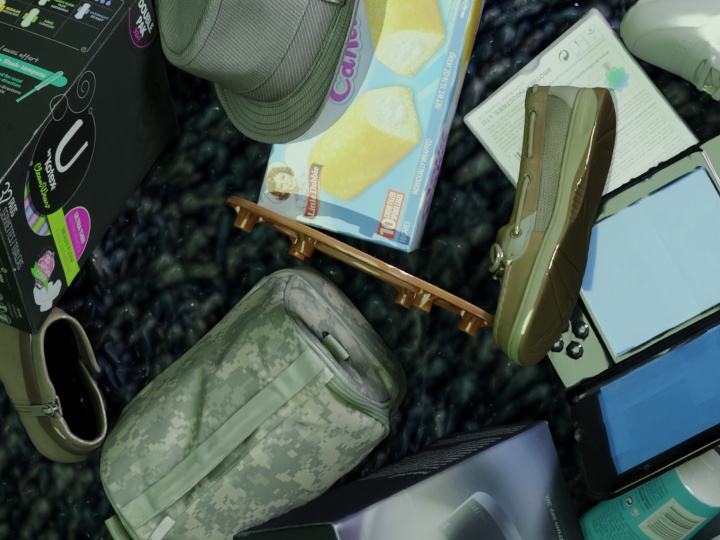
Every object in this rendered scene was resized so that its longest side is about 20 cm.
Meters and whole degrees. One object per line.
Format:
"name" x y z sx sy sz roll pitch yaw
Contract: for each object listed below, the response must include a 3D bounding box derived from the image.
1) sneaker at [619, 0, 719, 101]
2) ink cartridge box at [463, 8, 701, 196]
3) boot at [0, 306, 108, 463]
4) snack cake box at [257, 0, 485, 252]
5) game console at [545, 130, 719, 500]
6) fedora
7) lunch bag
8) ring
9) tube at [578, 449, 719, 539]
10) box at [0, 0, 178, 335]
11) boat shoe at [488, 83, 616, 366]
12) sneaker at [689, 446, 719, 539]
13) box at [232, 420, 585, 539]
"sneaker" 0.267 -0.132 1.287 0.198 0.077 0.081 12 68 4
"ink cartridge box" 0.177 -0.064 1.343 0.119 0.042 0.200 -38 84 11
"boot" -0.232 0.039 1.360 0.070 0.146 0.201 -29 101 -23
"snack cake box" 0.009 -0.124 1.353 0.114 0.067 0.202 15 95 7
"game console" 0.203 0.023 1.262 0.199 0.119 0.173 -29 88 14
"fedora" -0.079 -0.192 1.309 0.177 0.090 0.201 29 105 52
"lunch bag" -0.078 0.105 1.331 0.200 0.168 0.140 -41 87 10
"ring" 0.000 0.000 1.295 0.199 0.200 0.019 25 88 7
"tube" 0.172 0.188 1.326 0.078 0.050 0.200 50 130 9
"box" -0.228 -0.091 1.300 0.123 0.149 0.201 18 55 18
"boat shoe" 0.115 -0.033 1.277 0.063 0.073 0.202 9 69 22
"sneaker" 0.277 0.113 1.322 0.109 0.070 0.200 46 106 9
"box" 0.051 0.229 1.286 0.123 0.198 0.201 -16 94 53
